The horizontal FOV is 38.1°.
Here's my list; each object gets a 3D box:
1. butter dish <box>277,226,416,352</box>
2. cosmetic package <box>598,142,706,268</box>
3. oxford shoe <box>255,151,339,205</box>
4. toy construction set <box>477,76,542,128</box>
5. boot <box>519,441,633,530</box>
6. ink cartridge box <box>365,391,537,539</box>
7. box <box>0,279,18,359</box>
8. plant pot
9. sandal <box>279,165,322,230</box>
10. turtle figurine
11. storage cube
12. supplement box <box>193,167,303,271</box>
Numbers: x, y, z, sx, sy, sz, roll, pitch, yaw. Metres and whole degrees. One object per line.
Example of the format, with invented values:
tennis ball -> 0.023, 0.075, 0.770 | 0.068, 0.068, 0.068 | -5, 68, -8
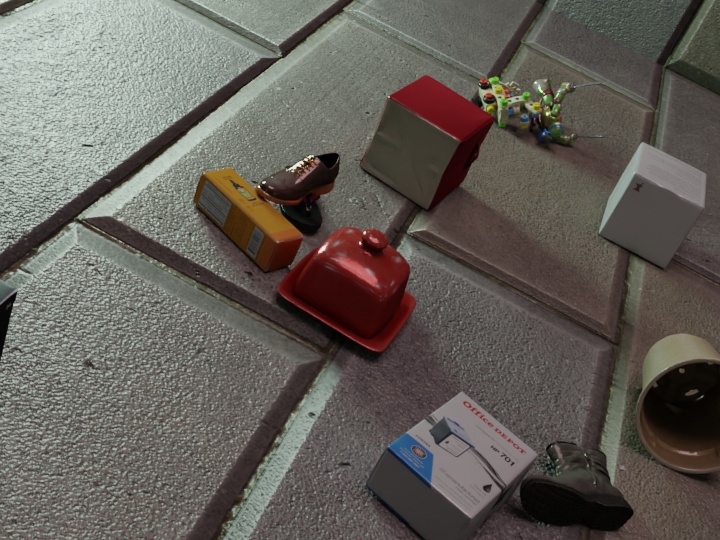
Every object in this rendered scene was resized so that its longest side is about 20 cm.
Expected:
butter dish -> 0.000, 0.000, 1.649 | 0.198, 0.149, 0.200 | 30, 33, 8
cosmetic package -> 0.640, -0.146, 2.277 | 0.166, 0.167, 0.200 | 28, 32, 5
oxford shoe -> -0.106, -0.165, 1.790 | 0.071, 0.073, 0.200 | 38, 32, 17
toy construction set -> 0.356, -0.418, 2.538 | 0.130, 0.093, 0.200 | -6, 29, -3
boot -> 0.293, 0.301, 1.510 | 0.199, 0.068, 0.131 | 18, 29, -27
ink cartridge box -> 0.127, 0.270, 1.412 | 0.146, 0.086, 0.200 | 38, 35, 19
box -> -0.523, 0.054, 1.213 | 0.199, 0.149, 0.107 | 27, 33, 4
plant pot -> 0.545, 0.200, 1.723 | 0.199, 0.202, 0.184 | 25, 21, -1
sandal -> -0.106, -0.142, 1.872 | 0.075, 0.045, 0.201 | 13, 34, -19
turtle figurine -> 0.501, -0.390, 2.557 | 0.144, 0.199, 0.194 | 47, 14, -35
storage cube -> 0.130, -0.258, 2.084 | 0.199, 0.172, 0.180 | 34, 35, 12
supplement box -> -0.187, -0.087, 1.721 | 0.200, 0.069, 0.066 | 45, 36, 24
